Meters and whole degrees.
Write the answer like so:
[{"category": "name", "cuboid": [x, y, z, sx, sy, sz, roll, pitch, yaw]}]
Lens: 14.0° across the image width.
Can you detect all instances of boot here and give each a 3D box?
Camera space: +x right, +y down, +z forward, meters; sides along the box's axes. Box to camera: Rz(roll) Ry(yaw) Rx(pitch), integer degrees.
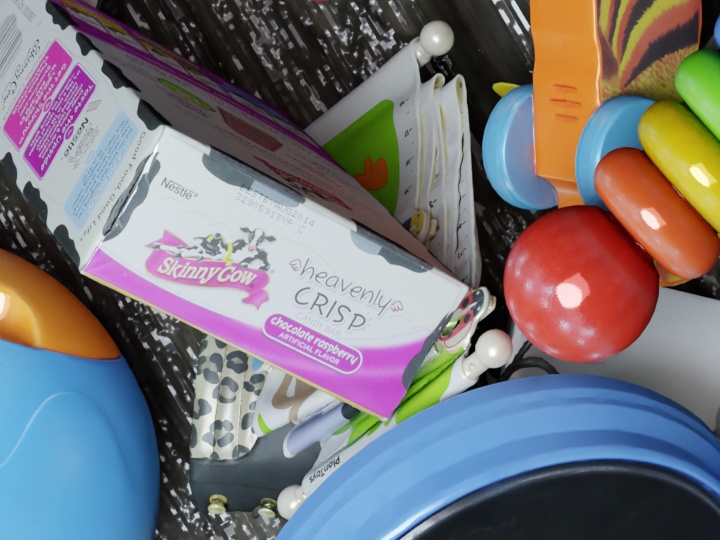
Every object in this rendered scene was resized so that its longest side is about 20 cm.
[{"category": "boot", "cuboid": [0.010, 0.108, 1.188, 0.153, 0.073, 0.205, 2, 94, 14]}]

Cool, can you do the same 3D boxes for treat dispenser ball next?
[{"category": "treat dispenser ball", "cuboid": [-0.178, 0.085, 1.157, 0.199, 0.201, 0.203, 2, 98, 12]}]

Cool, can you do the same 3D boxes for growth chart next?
[{"category": "growth chart", "cuboid": [0.000, 0.000, 1.114, 0.018, 0.201, 0.145, 27, 126, -29]}]

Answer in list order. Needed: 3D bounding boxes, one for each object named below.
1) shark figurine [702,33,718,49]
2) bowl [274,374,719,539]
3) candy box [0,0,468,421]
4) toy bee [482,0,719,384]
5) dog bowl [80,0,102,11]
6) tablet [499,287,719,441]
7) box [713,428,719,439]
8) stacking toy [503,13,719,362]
[{"category": "shark figurine", "cuboid": [0.175, -0.068, 1.122, 0.089, 0.128, 0.215, -32, 116, 5]}, {"category": "bowl", "cuboid": [0.055, 0.129, 1.068, 0.199, 0.039, 0.202, -13, 129, -16]}, {"category": "candy box", "cuboid": [-0.061, -0.031, 1.081, 0.136, 0.200, 0.061, 27, 98, -28]}, {"category": "toy bee", "cuboid": [0.097, -0.039, 1.104, 0.131, 0.108, 0.201, 39, 119, 40]}, {"category": "dog bowl", "cuboid": [-0.202, -0.133, 1.152, 0.199, 0.074, 0.202, -5, 108, -15]}, {"category": "tablet", "cuboid": [0.145, 0.080, 1.142, 0.199, 0.014, 0.131, 13, 88, -9]}, {"category": "box", "cuboid": [0.231, 0.102, 1.080, 0.199, 0.122, 0.048, 35, 89, -2]}, {"category": "stacking toy", "cuboid": [0.129, -0.045, 1.000, 0.200, 0.085, 0.085, -44, 88, 6]}]
